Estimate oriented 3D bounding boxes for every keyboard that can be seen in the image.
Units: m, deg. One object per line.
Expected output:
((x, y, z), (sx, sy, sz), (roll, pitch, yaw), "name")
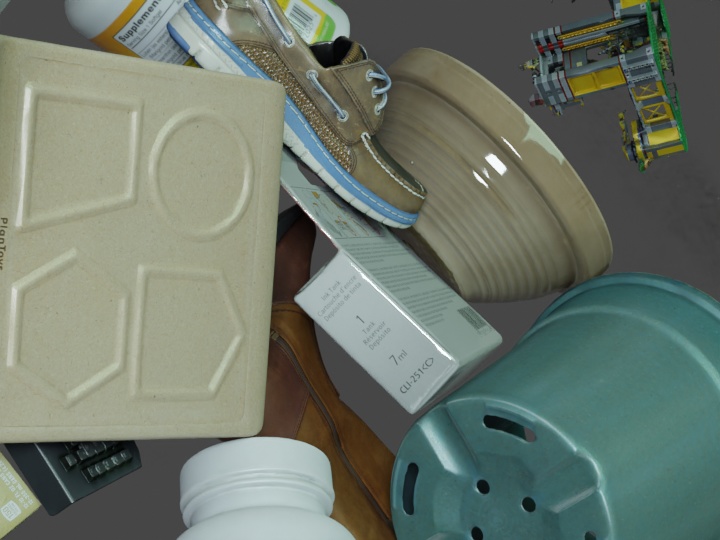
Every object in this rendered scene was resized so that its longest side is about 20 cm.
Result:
((-0.190, 0.027, 0.809), (0.200, 0.021, 0.127), (56, 31, 5), "keyboard")

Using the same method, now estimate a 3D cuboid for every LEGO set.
((0.196, -0.180, 1.399), (0.154, 0.115, 0.201), (51, 31, -55), "LEGO set")

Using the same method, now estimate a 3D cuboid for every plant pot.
((0.065, -0.043, 1.120), (0.093, 0.201, 0.201), (-43, 97, -11), "plant pot")
((0.130, 0.121, 1.006), (0.196, 0.200, 0.201), (-22, 79, -52), "plant pot")

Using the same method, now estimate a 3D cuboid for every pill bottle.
((-0.047, 0.193, 0.855), (0.109, 0.109, 0.201), (19, 50, -35), "pill bottle")
((-0.115, -0.173, 1.051), (0.200, 0.111, 0.111), (35, 43, -22), "pill bottle")

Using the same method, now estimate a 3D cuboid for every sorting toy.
((-0.116, -0.010, 0.818), (0.200, 0.036, 0.186), (4, 90, -48), "sorting toy")

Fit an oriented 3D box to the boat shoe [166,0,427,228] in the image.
((-0.020, -0.103, 0.998), (0.200, 0.072, 0.072), (40, 9, -29), "boat shoe")

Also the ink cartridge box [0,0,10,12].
((-0.301, -0.189, 0.898), (0.200, 0.083, 0.145), (52, 40, -3), "ink cartridge box")

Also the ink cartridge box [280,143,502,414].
((0.000, 0.000, 1.000), (0.176, 0.045, 0.200), (45, 9, 8), "ink cartridge box")

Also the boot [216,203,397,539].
((-0.015, 0.073, 1.011), (0.200, 0.068, 0.188), (47, 28, -17), "boot")

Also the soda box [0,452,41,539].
((-0.246, 0.060, 0.788), (0.200, 0.064, 0.068), (53, 39, -2), "soda box")
